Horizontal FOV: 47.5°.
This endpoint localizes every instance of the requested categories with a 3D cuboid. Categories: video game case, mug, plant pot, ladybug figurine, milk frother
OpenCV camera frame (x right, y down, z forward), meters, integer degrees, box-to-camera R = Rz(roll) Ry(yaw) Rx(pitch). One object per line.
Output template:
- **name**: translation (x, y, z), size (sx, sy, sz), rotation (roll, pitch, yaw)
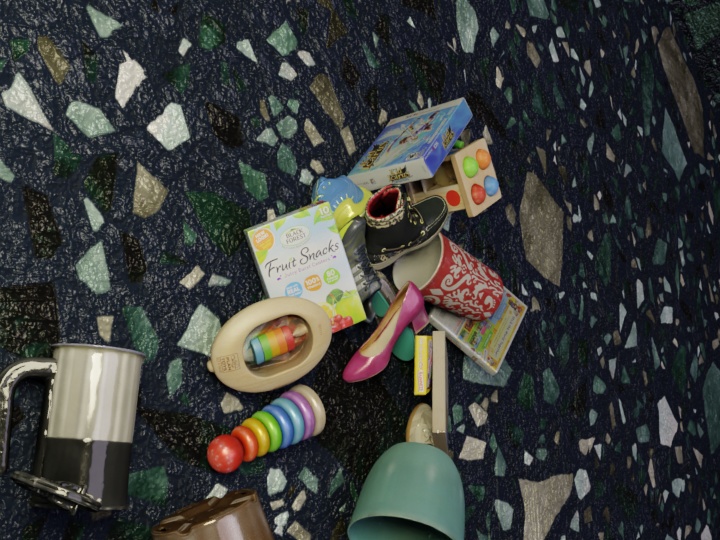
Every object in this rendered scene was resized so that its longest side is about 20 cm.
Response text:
- **video game case**: translation (0.091, -0.230, 1.512), size (0.046, 0.179, 0.201), rotation (56, 47, -25)
- **mug**: translation (0.180, -0.004, 1.600), size (0.198, 0.132, 0.180), rotation (27, 59, -35)
- **plant pot**: translation (-0.181, 0.415, 1.096), size (0.199, 0.198, 0.202), rotation (-16, 87, -49)
- **ladybug figurine**: translation (-0.140, 0.107, 1.235), size (0.197, 0.072, 0.138), rotation (-16, 107, -23)
- **plant pot**: translation (0.091, 0.398, 1.411), size (0.201, 0.198, 0.163), rotation (50, 39, -32)
- **milk frother**: translation (-0.323, 0.180, 0.947), size (0.179, 0.198, 0.192), rotation (15, 72, -43)
- **video game case**: translation (0.247, 0.089, 1.709), size (0.181, 0.023, 0.201), rotation (40, 51, -5)

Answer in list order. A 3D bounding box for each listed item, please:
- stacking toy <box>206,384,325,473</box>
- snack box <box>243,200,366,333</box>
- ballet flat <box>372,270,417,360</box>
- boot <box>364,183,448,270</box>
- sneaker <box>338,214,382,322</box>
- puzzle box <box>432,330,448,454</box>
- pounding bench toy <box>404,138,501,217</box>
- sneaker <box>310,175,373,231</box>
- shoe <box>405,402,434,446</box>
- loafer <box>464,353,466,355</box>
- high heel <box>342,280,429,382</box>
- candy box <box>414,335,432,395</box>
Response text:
- **stacking toy**: translation (-0.148, 0.249, 1.242), size (0.198, 0.085, 0.087), rotation (-23, 102, -42)
- **snack box**: translation (-0.088, 0.008, 1.311), size (0.140, 0.053, 0.203), rotation (-21, 102, -14)
- **ballet flat**: translation (0.057, 0.074, 1.515), size (0.202, 0.071, 0.072), rotation (58, 46, -27)
- **boot**: translation (0.083, -0.099, 1.444), size (0.202, 0.074, 0.155), rotation (-35, 154, -20)
- **sneaker**: translation (0.000, 0.000, 1.387), size (0.074, 0.080, 0.203), rotation (-38, 140, -43)
- **puzzle box**: translation (0.152, 0.234, 1.553), size (0.134, 0.025, 0.203), rotation (76, 15, -58)
- **pounding bench toy**: translation (0.176, -0.212, 1.629), size (0.124, 0.154, 0.203), rotation (-33, 108, -46)
- **sneaker**: translation (-0.066, -0.092, 1.407), size (0.105, 0.076, 0.200), rotation (46, 56, 3)
- **shoe**: translation (0.120, 0.353, 1.552), size (0.069, 0.053, 0.204), rotation (27, 64, -44)
- **loafer**: translation (0.279, 0.102, 1.772), size (0.072, 0.062, 0.202), rotation (52, 48, -31)
- **high heel**: translation (0.035, 0.108, 1.435), size (0.199, 0.067, 0.097), rotation (-35, 126, -11)
- **candy box**: translation (0.119, 0.172, 1.521), size (0.200, 0.026, 0.104), rotation (25, 63, -80)
